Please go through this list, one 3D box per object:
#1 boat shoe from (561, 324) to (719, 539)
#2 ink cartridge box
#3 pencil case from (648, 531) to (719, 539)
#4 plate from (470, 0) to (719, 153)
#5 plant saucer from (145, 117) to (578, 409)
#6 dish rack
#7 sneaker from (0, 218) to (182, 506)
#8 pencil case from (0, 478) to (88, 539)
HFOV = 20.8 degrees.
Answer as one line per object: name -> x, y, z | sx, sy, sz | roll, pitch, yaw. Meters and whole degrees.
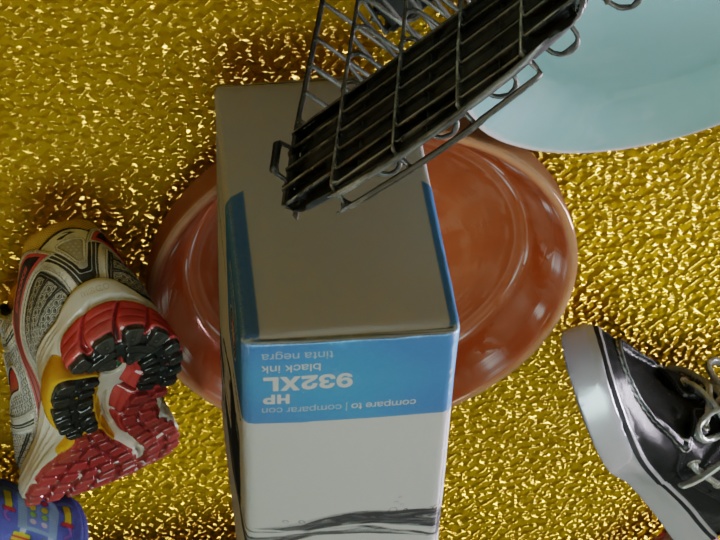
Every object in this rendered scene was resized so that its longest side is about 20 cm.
boat shoe -> 0.162, 0.081, 0.996 | 0.068, 0.074, 0.199 | -22, 137, 17
ink cartridge box -> -0.015, 0.041, 0.819 | 0.083, 0.145, 0.200 | -4, 137, -7
pencil case -> 0.128, 0.221, 1.127 | 0.200, 0.088, 0.087 | -34, 133, 21
plate -> 0.133, -0.107, 0.798 | 0.199, 0.026, 0.200 | -14, 157, -6
plant saucer -> 0.000, 0.000, 0.908 | 0.200, 0.032, 0.201 | -6, 136, -6
dish rack -> 0.040, -0.099, 0.689 | 0.055, 0.200, 0.153 | 39, 125, -25
sneaker -> -0.127, 0.045, 0.904 | 0.078, 0.082, 0.200 | -17, 156, -24
pencil case -> -0.233, 0.128, 0.948 | 0.199, 0.078, 0.087 | 18, 90, -25
